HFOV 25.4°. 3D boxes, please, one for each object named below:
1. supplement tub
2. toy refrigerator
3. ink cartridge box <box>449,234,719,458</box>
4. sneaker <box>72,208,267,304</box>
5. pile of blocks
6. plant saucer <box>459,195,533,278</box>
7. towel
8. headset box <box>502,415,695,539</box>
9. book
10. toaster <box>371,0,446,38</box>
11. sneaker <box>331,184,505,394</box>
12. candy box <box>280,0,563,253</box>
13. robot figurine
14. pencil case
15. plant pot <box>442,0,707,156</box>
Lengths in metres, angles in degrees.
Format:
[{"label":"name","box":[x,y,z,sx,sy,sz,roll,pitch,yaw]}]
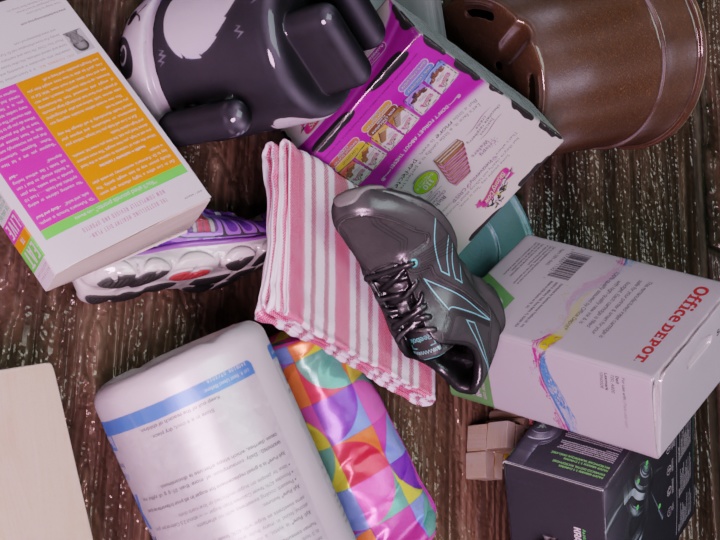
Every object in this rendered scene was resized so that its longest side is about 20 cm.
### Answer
[{"label":"supplement tub","box":[-0.090,0.149,1.110,0.132,0.131,0.201,-25,93,-45]},{"label":"toy refrigerator","box":[-0.224,0.168,1.022,0.076,0.070,0.202,-7,81,-51]},{"label":"ink cartridge box","box":[0.189,0.058,1.314,0.145,0.199,0.085,-41,134,-40]},{"label":"sneaker","box":[-0.128,-0.031,1.178,0.199,0.080,0.084,-6,74,-44]},{"label":"pile of blocks","box":[0.165,0.118,1.402,0.082,0.062,0.200,54,50,-22]},{"label":"plant saucer","box":[0.095,-0.020,1.417,0.199,0.027,0.202,17,63,-38]},{"label":"towel","box":[-0.008,0.005,1.200,0.200,0.030,0.147,33,49,-45]},{"label":"headset box","box":[0.205,0.188,1.351,0.200,0.092,0.175,-46,138,-42]},{"label":"book","box":[-0.214,-0.096,1.098,0.133,0.048,0.201,-27,76,-39]},{"label":"toaster","box":[0.000,-0.188,1.327,0.199,0.113,0.130,13,64,-38]},{"label":"sneaker","box":[0.046,0.014,1.180,0.200,0.075,0.080,44,43,-35]},{"label":"candy box","box":[0.050,-0.110,1.269,0.199,0.136,0.061,29,20,-44]},{"label":"robot figurine","box":[-0.084,-0.163,1.175,0.150,0.199,0.126,-19,99,-58]},{"label":"pencil case","box":[-0.010,0.127,1.224,0.088,0.088,0.201,-29,99,-45]},{"label":"plant pot","box":[0.172,-0.188,1.442,0.197,0.200,0.202,-19,88,-39]}]
